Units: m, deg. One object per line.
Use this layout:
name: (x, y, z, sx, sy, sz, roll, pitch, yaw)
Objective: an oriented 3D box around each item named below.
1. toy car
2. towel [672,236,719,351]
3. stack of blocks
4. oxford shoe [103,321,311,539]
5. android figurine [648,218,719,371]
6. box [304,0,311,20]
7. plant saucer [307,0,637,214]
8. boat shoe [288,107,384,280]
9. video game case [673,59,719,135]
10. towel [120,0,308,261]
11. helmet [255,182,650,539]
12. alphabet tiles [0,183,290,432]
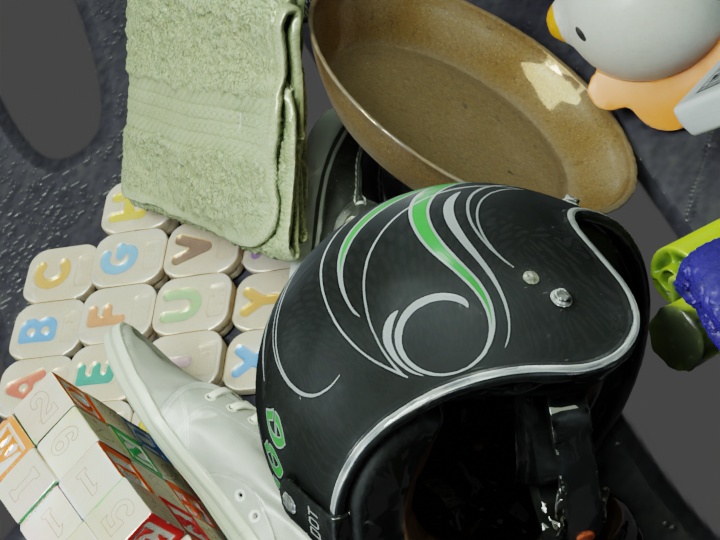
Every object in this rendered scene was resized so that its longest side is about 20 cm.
toy car: (0.133, -0.171, 1.072, 0.176, 0.184, 0.201, -15, 79, 14)
towel: (0.244, 0.015, 0.772, 0.199, 0.050, 0.148, -22, 50, -6)
stack of blocks: (-0.095, 0.149, 0.937, 0.059, 0.115, 0.200, -46, 49, 3)
oxford shoe: (-0.063, 0.093, 0.990, 0.058, 0.075, 0.200, -45, 60, 3)
android figurine: (0.229, 0.000, 0.892, 0.199, 0.041, 0.182, -25, 20, -37)
box: (-0.081, -0.244, 1.174, 0.163, 0.200, 0.087, -6, 54, 22)
plant saucer: (0.054, -0.084, 1.032, 0.036, 0.199, 0.201, -58, 39, 32)
boat shoe: (0.000, 0.000, 1.045, 0.063, 0.071, 0.201, -5, 62, 22)
video game case: (0.269, -0.148, 0.964, 0.182, 0.024, 0.200, -45, 11, -23)
towel: (-0.084, -0.091, 1.063, 0.036, 0.149, 0.200, -5, 13, -30)
helmet: (0.050, 0.052, 0.900, 0.199, 0.201, 0.191, -25, 32, 6)
alphabet tiles: (-0.117, 0.025, 1.113, 0.194, 0.015, 0.201, -7, 53, 21)
